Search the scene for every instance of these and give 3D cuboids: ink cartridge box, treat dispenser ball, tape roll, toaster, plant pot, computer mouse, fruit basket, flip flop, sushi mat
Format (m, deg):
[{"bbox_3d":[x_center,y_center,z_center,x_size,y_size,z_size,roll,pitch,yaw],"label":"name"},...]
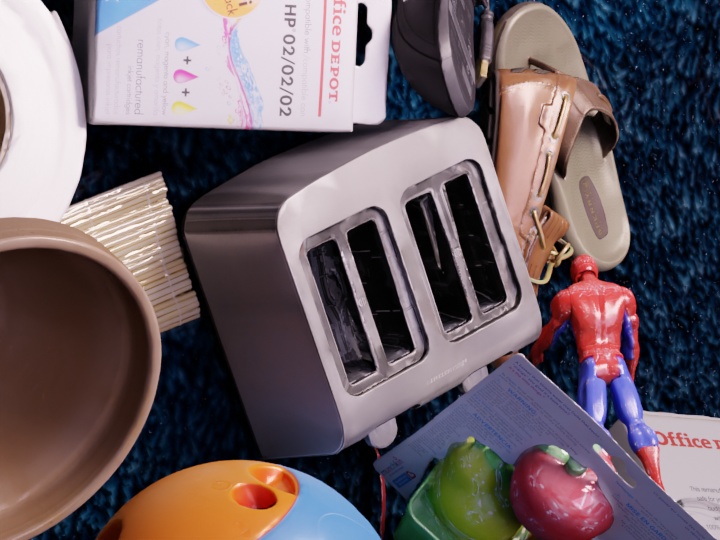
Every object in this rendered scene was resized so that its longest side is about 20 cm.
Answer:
[{"bbox_3d":[-0.066,-0.142,1.397,0.199,0.068,0.116,0,97,-19],"label":"ink cartridge box"},{"bbox_3d":[-0.072,0.211,1.380,0.200,0.201,0.202,1,89,-36],"label":"treat dispenser ball"},{"bbox_3d":[-0.255,-0.084,1.324,0.202,0.071,0.203,4,83,-33],"label":"tape roll"},{"bbox_3d":[0.000,0.000,1.488,0.180,0.118,0.201,-26,104,-34],"label":"toaster"},{"bbox_3d":[-0.215,0.049,1.263,0.200,0.093,0.201,-20,130,-26],"label":"plant pot"},{"bbox_3d":[0.246,0.203,1.626,0.146,0.083,0.200,8,47,-35],"label":"ink cartridge box"},{"bbox_3d":[0.052,-0.155,1.522,0.141,0.046,0.201,66,19,-48],"label":"computer mouse"},{"bbox_3d":[0.117,0.144,1.439,0.185,0.200,0.094,43,49,-2],"label":"fruit basket"},{"bbox_3d":[0.148,-0.093,1.634,0.081,0.057,0.201,-29,106,-33],"label":"flip flop"},{"bbox_3d":[-0.185,0.016,1.417,0.200,0.012,0.096,-24,103,-34],"label":"sushi mat"}]

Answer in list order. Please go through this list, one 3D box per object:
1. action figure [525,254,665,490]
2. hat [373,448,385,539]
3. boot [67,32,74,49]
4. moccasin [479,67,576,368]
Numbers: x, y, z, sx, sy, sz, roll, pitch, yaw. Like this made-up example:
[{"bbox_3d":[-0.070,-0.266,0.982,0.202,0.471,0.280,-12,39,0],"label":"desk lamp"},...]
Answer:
[{"bbox_3d":[0.157,0.088,1.573,0.065,0.099,0.201,-1,58,-9],"label":"action figure"},{"bbox_3d":[0.021,0.262,1.561,0.165,0.176,0.200,30,111,-32],"label":"hat"},{"bbox_3d":[-0.082,-0.174,1.468,0.199,0.069,0.175,14,81,-25],"label":"boot"},{"bbox_3d":[0.111,-0.033,1.585,0.077,0.074,0.202,6,90,-6],"label":"moccasin"}]
